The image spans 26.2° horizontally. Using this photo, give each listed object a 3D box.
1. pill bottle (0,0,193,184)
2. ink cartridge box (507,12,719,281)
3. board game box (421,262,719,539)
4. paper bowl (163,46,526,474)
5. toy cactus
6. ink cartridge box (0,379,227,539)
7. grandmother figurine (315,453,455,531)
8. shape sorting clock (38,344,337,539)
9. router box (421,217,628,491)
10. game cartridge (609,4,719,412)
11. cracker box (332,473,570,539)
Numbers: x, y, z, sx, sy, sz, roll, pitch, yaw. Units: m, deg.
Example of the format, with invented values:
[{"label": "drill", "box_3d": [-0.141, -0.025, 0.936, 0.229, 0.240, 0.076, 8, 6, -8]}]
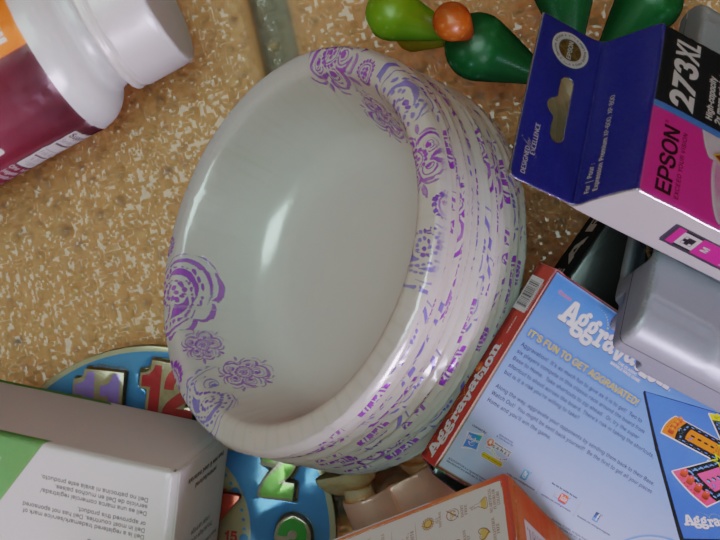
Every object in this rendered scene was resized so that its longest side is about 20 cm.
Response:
[{"label": "pill bottle", "box_3d": [-0.196, -0.106, 0.810, 0.199, 0.114, 0.115, -28, 87, 7]}, {"label": "ink cartridge box", "box_3d": [0.164, -0.043, 0.682, 0.199, 0.037, 0.095, 24, 57, -13]}, {"label": "board game box", "box_3d": [0.133, 0.090, 0.719, 0.199, 0.019, 0.103, 33, 90, -23]}, {"label": "paper bowl", "box_3d": [0.000, 0.000, 0.764, 0.200, 0.104, 0.202, -19, 63, 41]}, {"label": "toy cactus", "box_3d": [0.098, -0.126, 0.788, 0.199, 0.102, 0.166, -19, 113, -18]}, {"label": "ink cartridge box", "box_3d": [-0.156, 0.172, 0.792, 0.144, 0.084, 0.201, 10, 101, 13]}, {"label": "grandmother figurine", "box_3d": [0.054, 0.186, 0.812, 0.121, 0.061, 0.201, -21, 90, 0]}, {"label": "shape sorting clock", "box_3d": [-0.111, 0.140, 0.841, 0.199, 0.039, 0.202, 0, 90, 8]}, {"label": "router box", "box_3d": [0.147, 0.059, 0.776, 0.149, 0.051, 0.201, 35, 89, -6]}, {"label": "game cartridge", "box_3d": [0.193, -0.021, 0.727, 0.133, 0.042, 0.201, 24, 57, -10]}, {"label": "cracker box", "box_3d": [0.015, 0.180, 0.714, 0.199, 0.134, 0.058, -24, 43, 22]}]
